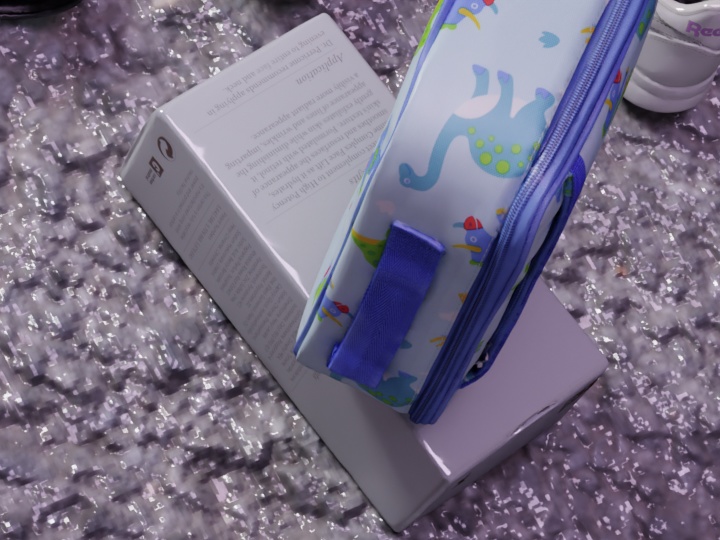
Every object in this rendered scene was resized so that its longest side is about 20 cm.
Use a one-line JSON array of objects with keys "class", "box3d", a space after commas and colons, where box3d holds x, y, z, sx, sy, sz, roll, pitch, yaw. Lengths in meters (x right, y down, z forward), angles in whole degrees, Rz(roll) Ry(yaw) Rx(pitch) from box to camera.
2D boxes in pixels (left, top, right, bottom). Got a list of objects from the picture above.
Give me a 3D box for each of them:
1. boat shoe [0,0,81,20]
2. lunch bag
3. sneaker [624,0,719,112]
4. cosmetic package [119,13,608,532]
[{"class": "boat shoe", "box3d": [-0.210, -0.143, 1.218, 0.200, 0.074, 0.063, 0, 56, -24]}, {"class": "lunch bag", "box3d": [0.043, -0.040, 1.098, 0.082, 0.200, 0.161, 26, 58, 2]}, {"class": "sneaker", "box3d": [0.120, -0.176, 1.337, 0.075, 0.100, 0.201, -23, 72, -25]}, {"class": "cosmetic package", "box3d": [0.000, 0.000, 1.221, 0.101, 0.074, 0.200, -32, 80, -29]}]
